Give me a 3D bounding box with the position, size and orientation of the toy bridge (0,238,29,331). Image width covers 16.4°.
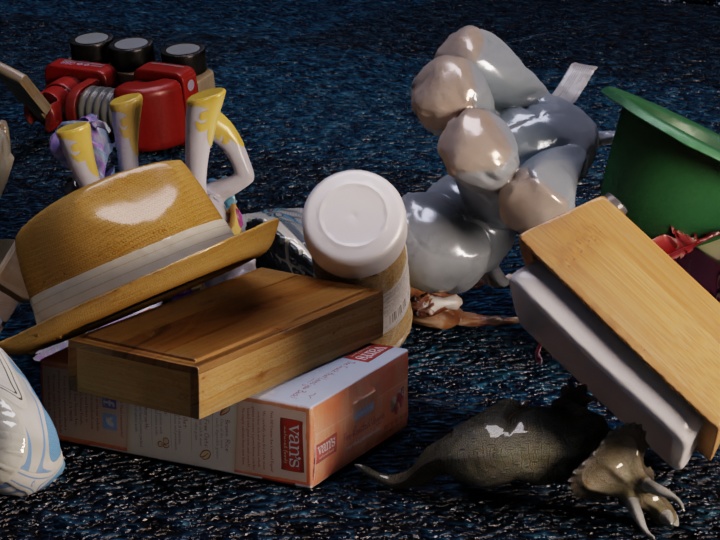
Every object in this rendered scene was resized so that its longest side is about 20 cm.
[{"bbox_3d":[-0.237,0.005,1.708,0.027,0.067,0.200,31,-17,-8],"label":"toy bridge"}]

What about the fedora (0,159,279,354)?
[{"bbox_3d":[-0.151,-0.015,1.559,0.201,0.082,0.201,-23,-1,0],"label":"fedora"}]

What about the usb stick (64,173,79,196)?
[{"bbox_3d":[-0.155,-0.039,1.966,0.055,0.033,0.200,21,0,37],"label":"usb stick"}]

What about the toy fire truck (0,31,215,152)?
[{"bbox_3d":[-0.264,-0.174,2.495,0.176,0.129,0.200,10,28,29],"label":"toy fire truck"}]

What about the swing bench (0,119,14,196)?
[{"bbox_3d":[-0.378,-0.047,1.938,0.200,0.130,0.199,6,13,-4],"label":"swing bench"}]

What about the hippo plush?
[{"bbox_3d":[0.079,-0.072,1.798,0.159,0.161,0.200,47,35,2],"label":"hippo plush"}]

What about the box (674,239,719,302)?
[{"bbox_3d":[0.316,0.024,1.775,0.176,0.097,0.200,-2,14,-13],"label":"box"}]

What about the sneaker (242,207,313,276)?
[{"bbox_3d":[-0.044,-0.019,1.901,0.086,0.078,0.200,-17,16,-16],"label":"sneaker"}]

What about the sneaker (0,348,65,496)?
[{"bbox_3d":[-0.249,0.060,1.510,0.200,0.072,0.072,52,5,26],"label":"sneaker"}]

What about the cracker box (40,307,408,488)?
[{"bbox_3d":[-0.086,0.079,1.596,0.200,0.058,0.134,8,17,27],"label":"cracker box"}]

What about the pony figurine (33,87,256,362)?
[{"bbox_3d":[-0.152,-0.023,1.799,0.193,0.200,0.167,-13,20,6],"label":"pony figurine"}]

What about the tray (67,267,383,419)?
[{"bbox_3d":[-0.081,0.041,1.558,0.099,0.037,0.200,10,19,32],"label":"tray"}]

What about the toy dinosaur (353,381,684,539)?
[{"bbox_3d":[0.095,0.104,1.481,0.200,0.077,0.102,8,1,8],"label":"toy dinosaur"}]

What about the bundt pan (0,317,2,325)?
[{"bbox_3d":[-0.333,0.032,1.575,0.202,0.076,0.202,23,39,-21],"label":"bundt pan"}]

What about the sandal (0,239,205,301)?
[{"bbox_3d":[-0.202,-0.013,1.955,0.200,0.054,0.080,6,15,18],"label":"sandal"}]

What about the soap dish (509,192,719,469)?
[{"bbox_3d":[0.167,0.038,1.493,0.157,0.081,0.200,44,-2,11],"label":"soap dish"}]

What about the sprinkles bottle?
[{"bbox_3d":[0.000,0.000,1.699,0.068,0.068,0.200,2,-21,4],"label":"sprinkles bottle"}]

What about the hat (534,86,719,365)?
[{"bbox_3d":[0.198,-0.017,1.734,0.200,0.176,0.166,20,11,-33],"label":"hat"}]

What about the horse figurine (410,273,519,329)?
[{"bbox_3d":[0.046,0.008,1.906,0.133,0.050,0.200,-4,21,-29],"label":"horse figurine"}]
